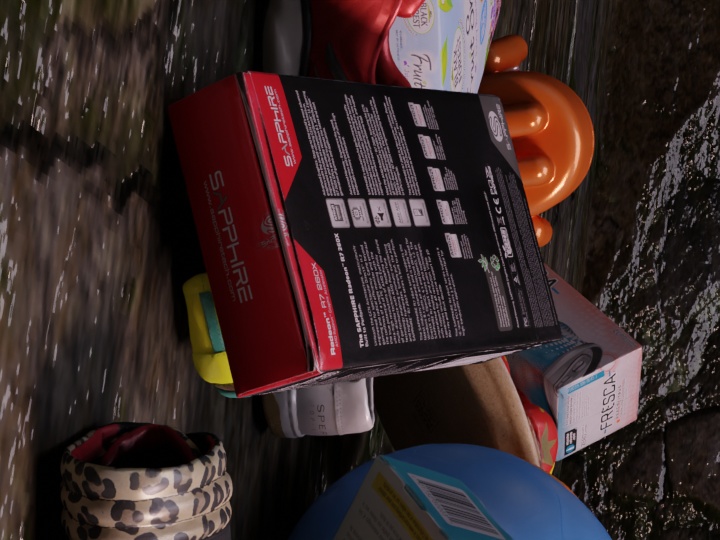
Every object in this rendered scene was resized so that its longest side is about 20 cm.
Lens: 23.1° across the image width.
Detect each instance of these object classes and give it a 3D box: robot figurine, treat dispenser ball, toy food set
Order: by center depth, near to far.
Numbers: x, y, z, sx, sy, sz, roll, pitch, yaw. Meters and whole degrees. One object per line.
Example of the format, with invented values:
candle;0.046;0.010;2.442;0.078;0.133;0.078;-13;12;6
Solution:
treat dispenser ball;0.049;0.193;0.944;0.201;0.200;0.201;5;90;-78
toy food set;0.058;0.077;1.084;0.200;0.049;0.198;54;-25;30
robot figurine;0.126;-0.103;1.396;0.117;0.144;0.200;-46;175;13

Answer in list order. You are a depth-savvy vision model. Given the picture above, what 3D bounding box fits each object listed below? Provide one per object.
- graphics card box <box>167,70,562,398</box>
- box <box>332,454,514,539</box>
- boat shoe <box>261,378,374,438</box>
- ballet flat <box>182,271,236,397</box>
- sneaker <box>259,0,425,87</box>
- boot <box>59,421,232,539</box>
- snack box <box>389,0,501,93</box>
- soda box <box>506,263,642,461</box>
graphics card box;0.008;-0.017;0.769;0.200;0.051;0.126;-5;78;-54
box;-0.003;0.190;0.776;0.200;0.049;0.082;-63;-151;11
boat shoe;0.000;0.000;0.946;0.071;0.069;0.200;71;26;-60
ballet flat;-0.034;-0.018;0.811;0.067;0.067;0.200;66;25;-21
sneaker;-0.001;-0.155;0.830;0.077;0.085;0.200;-70;162;-55
boot;-0.067;0.134;0.685;0.204;0.073;0.154;-19;111;-79
snack box;0.040;-0.170;1.071;0.169;0.068;0.200;84;18;-45
soda box;0.091;0.030;1.122;0.068;0.200;0.064;-24;133;-23
